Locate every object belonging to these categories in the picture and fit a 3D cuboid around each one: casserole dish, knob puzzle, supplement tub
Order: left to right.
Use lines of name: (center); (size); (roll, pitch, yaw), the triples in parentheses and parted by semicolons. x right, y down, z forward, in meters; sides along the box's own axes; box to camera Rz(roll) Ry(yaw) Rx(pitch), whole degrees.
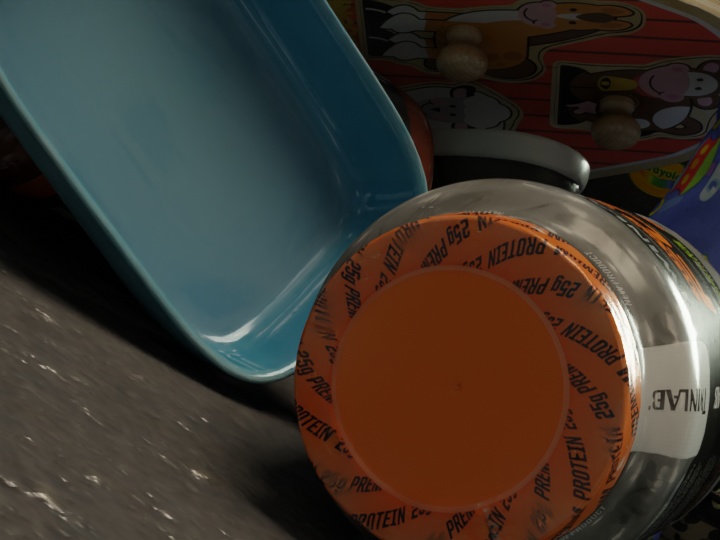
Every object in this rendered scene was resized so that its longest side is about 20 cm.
supplement tub: (-0.075, -0.061, 0.830); (0.200, 0.107, 0.107); (29, 9, -34)
casserole dish: (-0.058, -0.054, 0.751); (0.039, 0.121, 0.200); (-8, -58, 52)
supplement tub: (0.054, 0.035, 0.713); (0.122, 0.123, 0.200); (35, 8, 13)
knob puzzle: (0.077, -0.070, 0.907); (0.219, 0.031, 0.220); (5, -22, 2)

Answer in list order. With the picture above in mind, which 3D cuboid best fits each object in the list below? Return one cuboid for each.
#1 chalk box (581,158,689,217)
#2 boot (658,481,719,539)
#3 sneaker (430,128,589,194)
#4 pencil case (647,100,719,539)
chalk box: (0.162, 0.007, 1.028); (0.125, 0.200, 0.124); (37, 9, 23)
boot: (0.166, 0.058, 0.904); (0.203, 0.154, 0.073); (40, 10, 34)
sneaker: (0.000, 0.000, 0.932); (0.200, 0.099, 0.071); (-2, -22, 43)
pencil case: (0.124, 0.014, 0.859); (0.078, 0.200, 0.087); (39, -7, -34)
